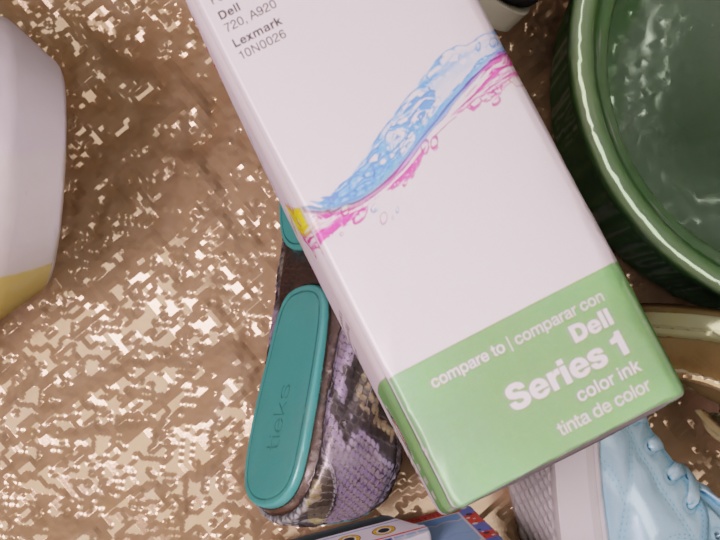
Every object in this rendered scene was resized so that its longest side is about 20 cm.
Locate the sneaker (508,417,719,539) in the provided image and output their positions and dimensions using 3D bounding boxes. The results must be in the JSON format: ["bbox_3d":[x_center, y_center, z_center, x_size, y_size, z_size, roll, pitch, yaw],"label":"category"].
[{"bbox_3d":[0.105,0.091,0.801,0.082,0.074,0.201,-10,94,-13],"label":"sneaker"}]

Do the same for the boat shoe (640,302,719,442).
[{"bbox_3d":[0.186,0.065,0.773,0.200,0.073,0.063,21,86,-13],"label":"boat shoe"}]

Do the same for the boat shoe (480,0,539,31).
[{"bbox_3d":[0.043,-0.183,0.790,0.072,0.068,0.200,17,43,-40],"label":"boat shoe"}]

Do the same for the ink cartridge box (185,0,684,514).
[{"bbox_3d":[0.019,-0.025,0.693,0.084,0.145,0.200,-27,83,-2],"label":"ink cartridge box"}]

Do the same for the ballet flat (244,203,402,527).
[{"bbox_3d":[0.000,0.000,0.805,0.072,0.072,0.201,8,83,-6],"label":"ballet flat"}]

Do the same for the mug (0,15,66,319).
[{"bbox_3d":[-0.191,-0.027,0.761,0.153,0.187,0.150,3,51,-15],"label":"mug"}]

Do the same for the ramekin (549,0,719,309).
[{"bbox_3d":[0.169,-0.074,0.809,0.199,0.098,0.201,1,84,-7],"label":"ramekin"}]

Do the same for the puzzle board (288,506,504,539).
[{"bbox_3d":[-0.034,0.127,0.721,0.200,0.151,0.017,-13,105,-12],"label":"puzzle board"}]
